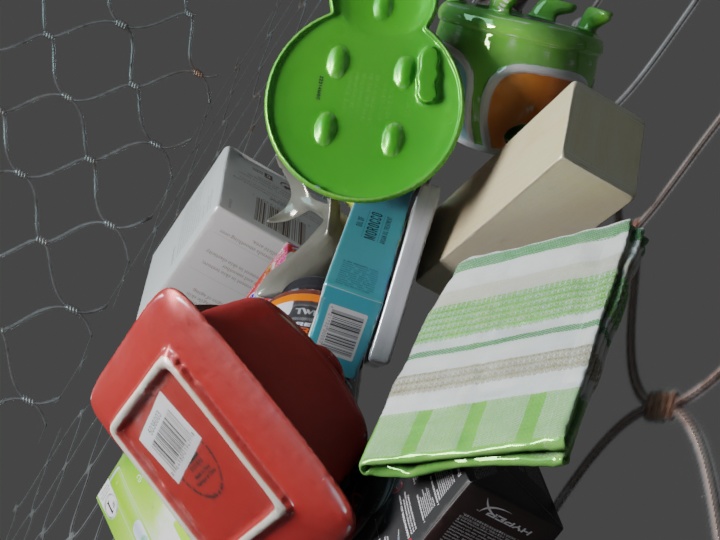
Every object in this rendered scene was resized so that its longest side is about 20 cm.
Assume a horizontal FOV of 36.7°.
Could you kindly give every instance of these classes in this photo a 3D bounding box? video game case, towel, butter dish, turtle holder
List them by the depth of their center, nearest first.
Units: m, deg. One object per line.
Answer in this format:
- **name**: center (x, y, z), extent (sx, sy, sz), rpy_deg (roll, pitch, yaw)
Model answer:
- **towel**: center (0.094, 0.051, 0.685), extent (0.149, 0.031, 0.200), rpy_deg (-14, 32, 38)
- **butter dish**: center (-0.070, 0.102, 0.776), extent (0.148, 0.199, 0.200), rpy_deg (-35, -8, -41)
- **turtle holder**: center (0.112, -0.172, 0.917), extent (0.185, 0.141, 0.132), rpy_deg (26, 111, 41)
- **video game case**: center (0.032, 0.012, 0.925), extent (0.200, 0.018, 0.143), rpy_deg (99, -172, -84)

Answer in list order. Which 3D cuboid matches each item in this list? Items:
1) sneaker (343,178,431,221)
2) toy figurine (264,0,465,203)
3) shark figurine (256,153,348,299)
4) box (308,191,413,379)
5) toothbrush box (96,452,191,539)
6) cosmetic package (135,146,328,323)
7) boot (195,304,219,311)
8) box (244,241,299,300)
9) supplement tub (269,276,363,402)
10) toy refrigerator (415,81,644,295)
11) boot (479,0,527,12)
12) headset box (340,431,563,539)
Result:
- **sneaker**: center (0.014, -0.085, 1.102), extent (0.078, 0.090, 0.200), rpy_deg (-60, 0, -10)
- **toy figurine**: center (0.012, -0.139, 0.897), extent (0.184, 0.150, 0.200), rpy_deg (61, -142, -83)
- **shark figurine**: center (-0.038, -0.052, 1.107), extent (0.215, 0.128, 0.090), rpy_deg (-93, 1, -58)
- **box**: center (0.000, 0.000, 0.929), extent (0.200, 0.049, 0.082), rpy_deg (-72, 1, -58)
- **toothbrush box**: center (-0.129, 0.220, 0.933), extent (0.146, 0.086, 0.200), rpy_deg (-55, 51, 23)
- **cosmetic package**: center (-0.151, -0.009, 1.347), extent (0.200, 0.167, 0.166), rpy_deg (-51, 21, 25)
- **boot**: center (-0.115, 0.095, 1.055), extent (0.097, 0.200, 0.075), rpy_deg (-46, 34, 46)
- **box**: center (-0.094, 0.084, 1.169), extent (0.200, 0.095, 0.100), rpy_deg (-52, 21, 23)
- **supplement tub**: center (-0.052, 0.087, 0.947), extent (0.107, 0.107, 0.200), rpy_deg (-50, 17, 29)
- **toy refrigerator**: center (0.125, -0.047, 0.821), extent (0.200, 0.070, 0.076), rpy_deg (-45, 23, 52)
- **boot**: center (0.136, -0.252, 1.102), extent (0.174, 0.069, 0.200), rpy_deg (-58, 16, 11)
- **headset box**: center (0.030, 0.181, 0.724), extent (0.200, 0.075, 0.149), rpy_deg (-55, 19, 18)
